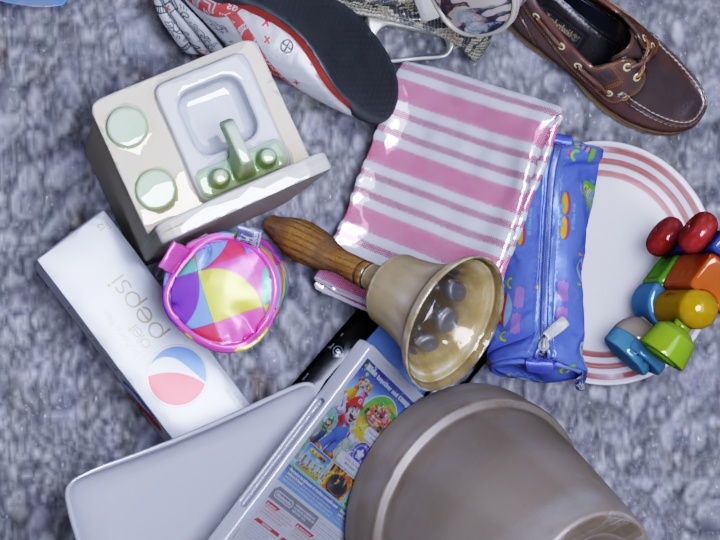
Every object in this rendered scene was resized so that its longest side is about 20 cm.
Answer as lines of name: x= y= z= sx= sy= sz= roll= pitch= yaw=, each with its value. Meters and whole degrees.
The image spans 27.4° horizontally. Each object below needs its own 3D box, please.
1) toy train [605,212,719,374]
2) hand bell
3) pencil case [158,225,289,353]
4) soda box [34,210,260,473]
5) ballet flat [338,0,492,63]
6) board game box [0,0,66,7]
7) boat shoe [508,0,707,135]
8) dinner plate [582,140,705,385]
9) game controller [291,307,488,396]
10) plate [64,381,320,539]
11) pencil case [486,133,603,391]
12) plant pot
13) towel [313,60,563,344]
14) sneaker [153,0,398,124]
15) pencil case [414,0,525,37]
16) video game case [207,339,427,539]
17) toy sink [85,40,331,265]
toy train: x=0.257 y=0.025 z=1.113 sx=0.085 sy=0.200 sz=0.116 roll=39 pitch=84 yaw=-7
hand bell: x=0.000 y=0.000 z=1.106 sx=0.104 sy=0.199 sz=0.105 roll=-27 pitch=131 yaw=-36
pencil case: x=-0.094 y=0.010 z=1.062 sx=0.088 sy=0.200 sz=0.089 roll=0 pitch=89 yaw=-1
soda box: x=-0.160 y=0.056 z=1.110 sx=0.064 sy=0.068 sz=0.200 roll=-38 pitch=94 yaw=-14
ballet flat: x=0.013 y=-0.204 z=1.180 sx=0.199 sy=0.068 sz=0.076 roll=11 pitch=105 yaw=-13
board game box: x=-0.251 y=-0.293 z=1.137 sx=0.158 sy=0.039 sz=0.200 roll=37 pitch=73 yaw=-2
boat shoe: x=0.205 y=-0.178 z=1.215 sx=0.199 sy=0.070 sz=0.071 roll=30 pitch=79 yaw=-10
dinner plate: x=0.200 y=-0.006 z=1.222 sx=0.199 sy=0.024 sz=0.202 roll=1 pitch=84 yaw=-13
game controller: x=0.013 y=0.092 z=1.161 sx=0.104 sy=0.042 sz=0.200 roll=43 pitch=77 yaw=-6
plate: x=-0.112 y=0.193 z=1.080 sx=0.199 sy=0.032 sz=0.201 roll=-21 pitch=121 yaw=-25
pencil case: x=0.145 y=-0.009 z=1.154 sx=0.077 sy=0.087 sz=0.202 roll=6 pitch=83 yaw=-2
plant pot: x=0.116 y=0.201 z=1.076 sx=0.199 sy=0.173 sz=0.202 roll=-9 pitch=107 yaw=-30
towel: x=0.059 y=-0.055 z=1.141 sx=0.146 sy=0.030 sz=0.201 roll=20 pitch=87 yaw=27
sneaker: x=-0.068 y=-0.178 z=1.144 sx=0.201 sy=0.108 sz=0.068 roll=36 pitch=63 yaw=-30
pencil case: x=0.116 y=-0.267 z=1.160 sx=0.200 sy=0.089 sz=0.078 roll=-58 pitch=140 yaw=-39
video game case: x=-0.019 y=0.168 z=1.100 sx=0.200 sy=0.018 sz=0.143 roll=-52 pitch=131 yaw=-9
toy sink: x=-0.117 y=-0.085 z=1.065 sx=0.130 sy=0.200 sz=0.113 roll=-25 pitch=91 yaw=-13
